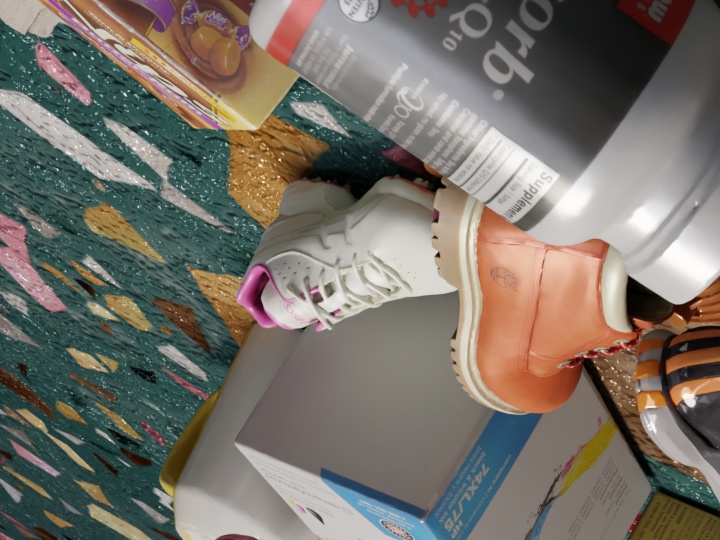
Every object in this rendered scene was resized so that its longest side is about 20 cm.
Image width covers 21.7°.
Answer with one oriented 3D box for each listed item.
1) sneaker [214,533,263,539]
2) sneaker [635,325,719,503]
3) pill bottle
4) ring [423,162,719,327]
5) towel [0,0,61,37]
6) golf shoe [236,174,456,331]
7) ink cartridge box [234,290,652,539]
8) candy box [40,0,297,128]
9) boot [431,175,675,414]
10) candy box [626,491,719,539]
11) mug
[{"bbox_3d":[-0.008,0.218,1.165,0.199,0.079,0.095,21,179,39],"label":"sneaker"},{"bbox_3d":[0.218,0.073,0.891,0.112,0.078,0.200,-12,158,30],"label":"sneaker"},{"bbox_3d":[0.067,-0.082,0.721,0.200,0.116,0.116,34,159,-3],"label":"pill bottle"},{"bbox_3d":[0.107,-0.033,0.905,0.200,0.019,0.201,30,158,13],"label":"ring"},{"bbox_3d":[-0.223,-0.204,0.992,0.200,0.035,0.132,41,157,-17],"label":"towel"},{"bbox_3d":[0.000,0.000,1.015,0.075,0.092,0.200,44,161,-21],"label":"golf shoe"},{"bbox_3d":[0.055,0.116,1.121,0.146,0.146,0.200,17,155,38],"label":"ink cartridge box"},{"bbox_3d":[-0.092,-0.120,0.858,0.117,0.057,0.200,39,175,-12],"label":"candy box"},{"bbox_3d":[0.101,0.022,0.913,0.107,0.075,0.200,19,154,22],"label":"boot"},{"bbox_3d":[0.268,0.219,1.163,0.199,0.057,0.117,22,156,31],"label":"candy box"},{"bbox_3d":[-0.059,0.146,1.346,0.149,0.153,0.187,33,159,-1],"label":"mug"}]
